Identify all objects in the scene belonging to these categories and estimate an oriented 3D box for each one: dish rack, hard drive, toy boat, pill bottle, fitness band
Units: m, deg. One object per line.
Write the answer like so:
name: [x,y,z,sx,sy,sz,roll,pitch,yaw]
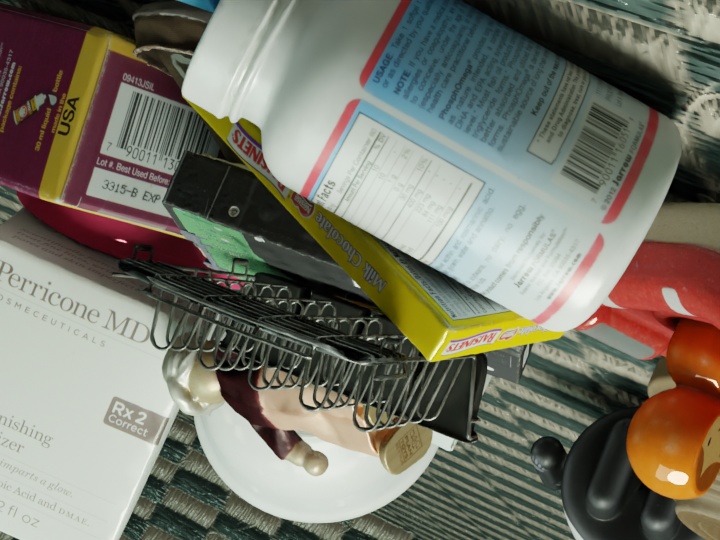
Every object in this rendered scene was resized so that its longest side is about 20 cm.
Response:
dish rack: [-0.028,0.037,0.762,0.153,0.055,0.200,18,-177,20]
hard drive: [0.000,0.000,0.859,0.200,0.038,0.140,19,168,10]
toy boat: [0.166,0.044,0.737,0.130,0.131,0.200,25,171,-27]
pill bottle: [0.029,-0.064,0.684,0.200,0.109,0.109,29,167,-2]
fitness band: [-0.157,-0.038,1.160,0.200,0.037,0.144,15,-161,-34]

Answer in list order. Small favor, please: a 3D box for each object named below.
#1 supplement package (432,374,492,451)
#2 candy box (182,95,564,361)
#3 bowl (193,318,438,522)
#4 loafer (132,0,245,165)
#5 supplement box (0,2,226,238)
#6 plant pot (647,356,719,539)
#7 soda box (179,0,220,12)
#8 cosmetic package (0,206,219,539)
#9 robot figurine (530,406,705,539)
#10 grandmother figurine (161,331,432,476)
supplement package: [0.022,0.025,1.035,0.156,0.111,0.200,27,167,6]
candy box: [0.008,-0.035,0.759,0.102,0.026,0.200,-8,-134,-46]
bowl: [-0.034,0.084,1.173,0.201,0.201,0.090,26,169,11]
loafer: [-0.047,-0.077,0.872,0.200,0.071,0.073,33,166,-20]
supplement box: [-0.188,-0.097,0.956,0.200,0.103,0.131,19,-177,37]
plant pot: [0.264,0.135,0.997,0.201,0.093,0.201,27,166,7]
soda box: [-0.138,-0.180,0.682,0.200,0.064,0.068,23,166,25]
cosmetic package: [-0.209,0.074,1.139,0.165,0.200,0.165,23,-166,-4]
robot figurine: [0.215,0.172,1.181,0.150,0.125,0.200,61,180,24]
grandmother figurine: [-0.048,0.077,0.975,0.200,0.061,0.121,12,123,41]
